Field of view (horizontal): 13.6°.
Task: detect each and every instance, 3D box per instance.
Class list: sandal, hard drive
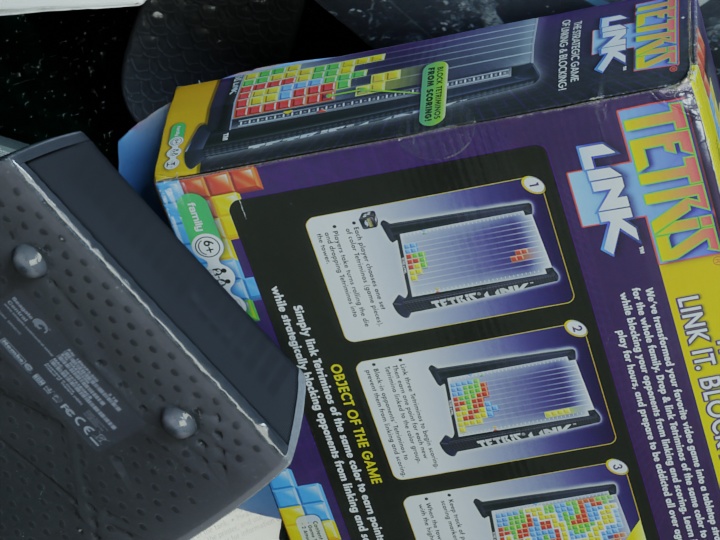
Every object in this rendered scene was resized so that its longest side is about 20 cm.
[{"bbox_3d":[-0.029,-0.137,1.031,0.076,0.043,0.201,27,109,-9],"label":"sandal"},{"bbox_3d":[-0.108,0.036,0.940,0.135,0.042,0.200,48,139,-10],"label":"hard drive"}]

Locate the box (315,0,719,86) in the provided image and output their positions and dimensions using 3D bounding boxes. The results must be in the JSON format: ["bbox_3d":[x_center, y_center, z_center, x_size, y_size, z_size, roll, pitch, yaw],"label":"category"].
[{"bbox_3d":[0.102,-0.126,0.923,0.200,0.118,0.197,-21,135,38],"label":"box"}]

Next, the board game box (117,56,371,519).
[{"bbox_3d":[0.000,0.000,0.993,0.157,0.039,0.201,1,131,-2],"label":"board game box"}]

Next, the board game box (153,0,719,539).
[{"bbox_3d":[0.044,0.022,0.934,0.165,0.057,0.201,-10,124,12],"label":"board game box"}]

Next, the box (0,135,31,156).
[{"bbox_3d":[-0.176,0.019,1.037,0.199,0.046,0.159,16,121,-13],"label":"box"}]

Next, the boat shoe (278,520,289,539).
[{"bbox_3d":[0.059,0.052,1.070,0.200,0.060,0.076,-42,99,5],"label":"boat shoe"}]

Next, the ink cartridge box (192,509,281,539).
[{"bbox_3d":[-0.005,0.089,1.128,0.160,0.050,0.201,-23,95,0],"label":"ink cartridge box"}]

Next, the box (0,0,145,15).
[{"bbox_3d":[-0.111,-0.189,0.938,0.101,0.113,0.201,-1,115,19],"label":"box"}]
